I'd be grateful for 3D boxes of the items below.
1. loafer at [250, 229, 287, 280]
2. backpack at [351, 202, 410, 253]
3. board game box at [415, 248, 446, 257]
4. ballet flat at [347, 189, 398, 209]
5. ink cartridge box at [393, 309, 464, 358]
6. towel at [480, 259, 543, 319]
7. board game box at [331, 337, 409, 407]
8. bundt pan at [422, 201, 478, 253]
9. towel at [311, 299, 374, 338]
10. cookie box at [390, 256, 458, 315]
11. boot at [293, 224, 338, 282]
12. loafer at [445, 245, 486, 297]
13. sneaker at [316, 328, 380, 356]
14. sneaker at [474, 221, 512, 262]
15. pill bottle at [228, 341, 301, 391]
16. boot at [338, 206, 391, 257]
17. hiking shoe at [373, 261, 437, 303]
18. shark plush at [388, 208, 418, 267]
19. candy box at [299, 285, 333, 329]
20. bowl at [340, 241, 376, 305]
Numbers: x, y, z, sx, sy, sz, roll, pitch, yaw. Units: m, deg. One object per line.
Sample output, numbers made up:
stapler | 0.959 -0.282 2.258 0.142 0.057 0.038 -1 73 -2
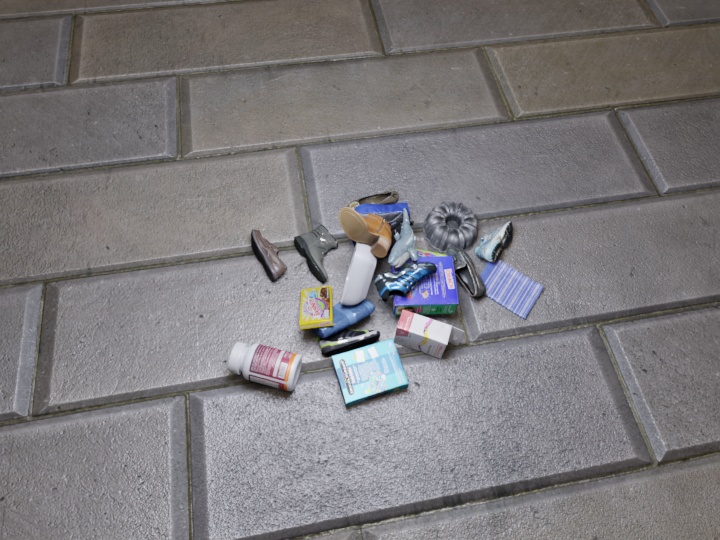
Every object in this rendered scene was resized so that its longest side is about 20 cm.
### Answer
loafer | -0.307 -0.056 1.811 0.070 0.073 0.201 -22 69 -26
backpack | 0.063 -0.144 1.819 0.197 0.164 0.168 -3 23 0
board game box | 0.203 0.030 1.794 0.133 0.045 0.202 12 61 4
ballet flat | 0.045 -0.248 1.937 0.198 0.047 0.068 -16 62 -11
ink cartridge box | 0.208 0.203 1.659 0.198 0.117 0.068 18 61 8
towel | 0.495 0.053 1.807 0.199 0.024 0.145 33 66 14
board game box | 0.028 0.307 1.634 0.198 0.047 0.152 -15 63 -10
bundt pan | 0.319 -0.159 1.886 0.199 0.076 0.204 1 62 -1
towel | -0.059 0.145 1.684 0.199 0.049 0.111 -24 29 -25
cookie box | 0.199 0.048 1.714 0.197 0.075 0.173 -1 62 -2
boot | -0.127 -0.065 1.822 0.130 0.068 0.201 -25 67 -22
loafer | 0.342 0.001 1.786 0.063 0.072 0.201 -8 60 -53
sneaker | -0.038 0.200 1.675 0.198 0.072 0.084 -13 61 -10
sneaker | 0.461 -0.111 1.866 0.086 0.078 0.200 14 44 36
pill bottle | -0.281 0.280 1.599 0.198 0.110 0.111 14 61 5
boot | 0.018 -0.142 1.649 0.200 0.073 0.155 46 29 -19
hiking shoe | 0.143 0.036 1.643 0.198 0.074 0.088 -17 70 2
shark plush | 0.135 -0.101 1.661 0.083 0.090 0.202 25 76 -32
candy box | -0.137 0.113 1.683 0.101 0.027 0.201 -9 29 1
bowl | 0.000 0.000 1.696 0.074 0.202 0.200 15 24 -4
